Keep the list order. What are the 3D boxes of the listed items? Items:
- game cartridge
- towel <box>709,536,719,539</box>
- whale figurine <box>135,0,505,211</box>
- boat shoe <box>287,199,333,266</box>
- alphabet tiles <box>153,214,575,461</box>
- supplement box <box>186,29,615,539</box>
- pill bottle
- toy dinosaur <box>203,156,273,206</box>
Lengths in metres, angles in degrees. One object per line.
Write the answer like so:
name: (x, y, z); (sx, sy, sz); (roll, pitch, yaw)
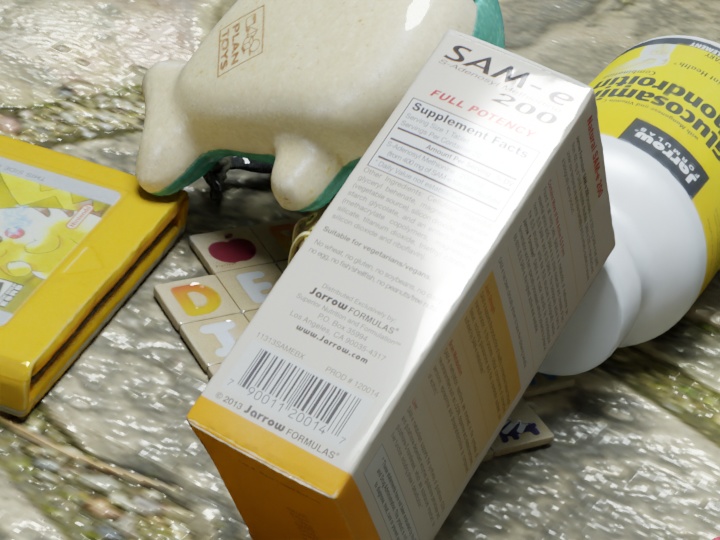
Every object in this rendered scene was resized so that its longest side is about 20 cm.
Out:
game cartridge: (-0.208, -0.017, 0.993); (0.199, 0.033, 0.176); (19, 36, 12)
towel: (0.262, 0.150, 0.866); (0.199, 0.023, 0.145); (-8, 40, -20)
whale figurine: (-0.018, -0.090, 0.995); (0.104, 0.200, 0.160); (33, 45, -43)
boat shoe: (0.000, 0.000, 0.974); (0.066, 0.074, 0.200); (18, 25, 23)
alphabet tiles: (0.001, 0.031, 0.991); (0.166, 0.006, 0.200); (-11, 39, -25)
supplement box: (0.023, 0.021, 0.836); (0.073, 0.126, 0.200); (25, 68, 23)
pill bottle: (0.131, -0.031, 1.016); (0.112, 0.112, 0.200); (22, 37, 19)
toy dinosaur: (-0.050, -0.077, 1.100); (0.088, 0.048, 0.200); (-14, 28, -18)
